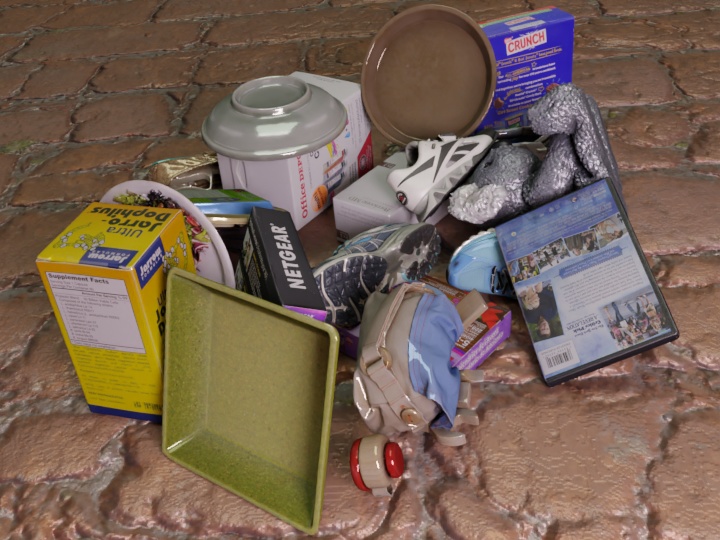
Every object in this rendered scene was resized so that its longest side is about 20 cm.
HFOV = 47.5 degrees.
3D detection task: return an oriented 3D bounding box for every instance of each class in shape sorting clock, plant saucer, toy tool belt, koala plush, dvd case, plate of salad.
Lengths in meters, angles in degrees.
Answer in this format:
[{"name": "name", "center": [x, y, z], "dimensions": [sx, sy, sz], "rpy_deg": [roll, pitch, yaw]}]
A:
[{"name": "shape sorting clock", "center": [-0.186, -0.073, 1.007], "dimensions": [0.196, 0.040, 0.200], "rpy_deg": [1, 12, 0]}, {"name": "plant saucer", "center": [-0.097, 0.111, 0.760], "dimensions": [0.197, 0.204, 0.048], "rpy_deg": [18, 22, 30]}, {"name": "toy tool belt", "center": [0.059, 0.104, 0.762], "dimensions": [0.121, 0.126, 0.202], "rpy_deg": [-11, 46, 20]}, {"name": "koala plush", "center": [0.215, -0.105, 1.021], "dimensions": [0.197, 0.187, 0.177], "rpy_deg": [-19, -5, 24]}, {"name": "plant saucer", "center": [-0.116, -0.213, 1.082], "dimensions": [0.196, 0.051, 0.202], "rpy_deg": [-4, 36, 3]}, {"name": "dvd case", "center": [0.236, 0.009, 0.878], "dimensions": [0.141, 0.018, 0.203], "rpy_deg": [-23, 57, 17]}, {"name": "plate of salad", "center": [-0.229, -0.002, 0.918], "dimensions": [0.197, 0.203, 0.048], "rpy_deg": [11, 30, 23]}, {"name": "plant saucer", "center": [0.096, -0.269, 1.156], "dimensions": [0.197, 0.204, 0.029], "rpy_deg": [6, 7, 17]}]

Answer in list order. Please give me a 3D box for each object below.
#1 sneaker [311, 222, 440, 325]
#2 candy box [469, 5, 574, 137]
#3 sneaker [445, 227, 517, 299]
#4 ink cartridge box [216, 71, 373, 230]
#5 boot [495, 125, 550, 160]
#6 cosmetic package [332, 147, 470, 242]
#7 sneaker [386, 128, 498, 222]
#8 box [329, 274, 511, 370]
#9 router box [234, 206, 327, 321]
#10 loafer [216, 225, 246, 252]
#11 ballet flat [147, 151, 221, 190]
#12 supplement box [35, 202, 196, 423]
[{"name": "sneaker", "center": [0.000, 0.000, 0.942], "dimensions": [0.198, 0.079, 0.086], "rpy_deg": [-25, 26, -36]}, {"name": "candy box", "center": [0.235, -0.279, 1.245], "dimensions": [0.166, 0.203, 0.077], "rpy_deg": [-16, 35, -15]}, {"name": "sneaker", "center": [0.198, 0.004, 0.958], "dimensions": [0.196, 0.079, 0.091], "rpy_deg": [-2, 38, 7]}, {"name": "ink cartridge box", "center": [-0.095, -0.179, 1.201], "dimensions": [0.143, 0.147, 0.200], "rpy_deg": [19, 43, 30]}, {"name": "boot", "center": [0.265, -0.148, 1.145], "dimensions": [0.196, 0.097, 0.074], "rpy_deg": [6, 36, 16]}, {"name": "cosmetic package", "center": [0.061, -0.104, 1.135], "dimensions": [0.101, 0.075, 0.199], "rpy_deg": [19, 41, 32]}, {"name": "sneaker", "center": [0.109, -0.150, 1.071], "dimensions": [0.088, 0.074, 0.200], "rpy_deg": [42, 51, 7]}, {"name": "box", "center": [0.053, 0.059, 0.932], "dimensions": [0.198, 0.040, 0.136], "rpy_deg": [23, 45, 35]}, {"name": "router box", "center": [-0.097, 0.046, 0.872], "dimensions": [0.050, 0.151, 0.201], "rpy_deg": [7, 30, -22]}, {"name": "loafer", "center": [-0.172, -0.061, 1.116], "dimensions": [0.197, 0.064, 0.072], "rpy_deg": [18, 39, 30]}, {"name": "ballet flat", "center": [-0.226, -0.150, 1.267], "dimensions": [0.197, 0.071, 0.066], "rpy_deg": [-18, 63, -12]}, {"name": "supplement box", "center": [-0.236, 0.045, 0.854], "dimensions": [0.107, 0.203, 0.110], "rpy_deg": [5, 36, 15]}]
